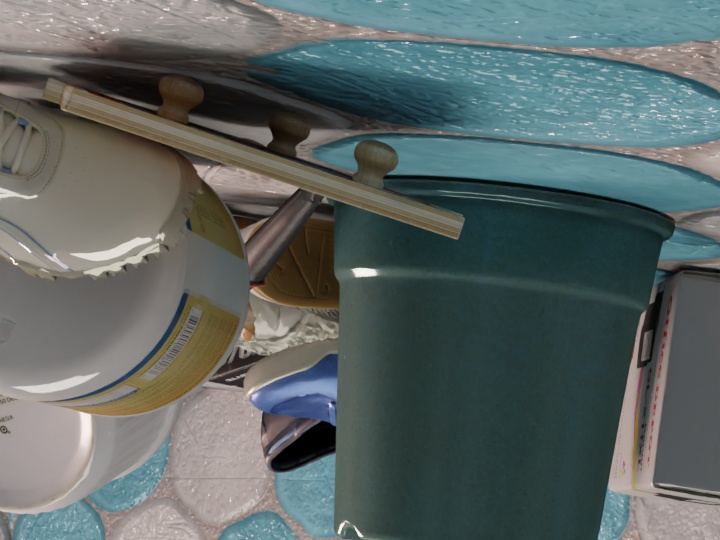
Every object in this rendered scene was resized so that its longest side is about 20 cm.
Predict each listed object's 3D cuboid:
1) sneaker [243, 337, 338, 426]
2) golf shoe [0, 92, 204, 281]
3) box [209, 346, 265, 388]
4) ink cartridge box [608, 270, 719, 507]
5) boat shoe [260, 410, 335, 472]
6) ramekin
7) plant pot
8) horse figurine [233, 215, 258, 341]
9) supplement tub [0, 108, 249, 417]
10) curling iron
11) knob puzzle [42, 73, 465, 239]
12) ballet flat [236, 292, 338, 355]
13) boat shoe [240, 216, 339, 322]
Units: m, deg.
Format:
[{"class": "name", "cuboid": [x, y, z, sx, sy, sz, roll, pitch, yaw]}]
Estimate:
[{"class": "sneaker", "cuboid": [0.029, 0.100, 1.535, 0.199, 0.112, 0.077, -4, 164, 1]}, {"class": "golf shoe", "cuboid": [-0.174, -0.051, 1.151, 0.199, 0.079, 0.097, 10, 163, 19]}, {"class": "box", "cuboid": [0.013, 0.040, 1.720, 0.199, 0.046, 0.159, -20, 160, 32]}, {"class": "ink cartridge box", "cuboid": [0.229, 0.083, 1.699, 0.082, 0.147, 0.200, 9, 174, -1]}, {"class": "boat shoe", "cuboid": [0.019, 0.092, 1.663, 0.084, 0.069, 0.200, 34, 138, -32]}, {"class": "ramekin", "cuboid": [-0.219, 0.066, 1.627, 0.201, 0.203, 0.094, 4, -154, 22]}, {"class": "plant pot", "cuboid": [0.067, 0.061, 1.413, 0.199, 0.197, 0.200, 7, 174, 1]}, {"class": "horse figurine", "cuboid": [-0.140, -0.004, 1.550, 0.199, 0.133, 0.050, 7, 130, -8]}, {"class": "supplement tub", "cuboid": [-0.139, 0.002, 1.307, 0.144, 0.146, 0.200, 5, 174, 11]}, {"class": "curling iron", "cuboid": [-0.072, 0.007, 1.429, 0.200, 0.026, 0.050, -42, 178, 41]}, {"class": "knob puzzle", "cuboid": [-0.045, -0.061, 1.134, 0.219, 0.031, 0.220, 18, -177, -1]}, {"class": "ballet flat", "cuboid": [-0.092, 0.016, 1.636, 0.199, 0.072, 0.072, 13, 177, 23]}, {"class": "boat shoe", "cuboid": [0.000, 0.000, 1.556, 0.199, 0.071, 0.069, 15, 177, -34]}]
